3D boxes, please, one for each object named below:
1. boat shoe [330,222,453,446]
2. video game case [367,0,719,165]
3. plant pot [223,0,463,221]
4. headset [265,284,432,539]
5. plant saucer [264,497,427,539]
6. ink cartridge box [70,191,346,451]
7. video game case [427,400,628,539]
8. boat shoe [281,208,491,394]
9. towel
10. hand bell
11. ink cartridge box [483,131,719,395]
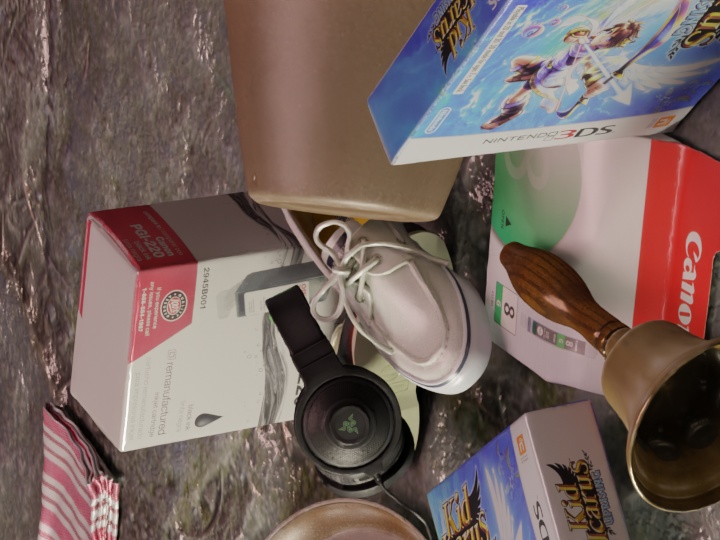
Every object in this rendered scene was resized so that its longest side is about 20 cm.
[{"bbox_3d":[0.013,0.046,1.643,0.063,0.071,0.201,-124,33,-46],"label":"boat shoe"},{"bbox_3d":[0.123,-0.128,1.257,0.200,0.181,0.046,-53,52,54],"label":"video game case"},{"bbox_3d":[0.003,-0.120,1.442,0.200,0.200,0.175,2,86,63],"label":"plant pot"},{"bbox_3d":[-0.016,0.107,1.541,0.200,0.094,0.124,61,178,19],"label":"headset"},{"bbox_3d":[-0.005,0.256,1.691,0.200,0.032,0.201,-7,79,37],"label":"plant saucer"},{"bbox_3d":[-0.083,0.028,1.676,0.085,0.199,0.146,43,134,46],"label":"ink cartridge box"},{"bbox_3d":[0.107,0.191,1.470,0.200,0.045,0.182,129,129,-66],"label":"video game case"},{"bbox_3d":[0.002,-0.004,1.517,0.075,0.086,0.202,-51,46,20],"label":"boat shoe"},{"bbox_3d":[-0.263,0.238,2.265,0.146,0.030,0.201,44,134,52],"label":"towel"},{"bbox_3d":[0.135,0.035,1.354,0.200,0.104,0.104,44,134,49],"label":"hand bell"},{"bbox_3d":[0.140,-0.004,1.403,0.200,0.050,0.162,38,130,57],"label":"ink cartridge box"}]
